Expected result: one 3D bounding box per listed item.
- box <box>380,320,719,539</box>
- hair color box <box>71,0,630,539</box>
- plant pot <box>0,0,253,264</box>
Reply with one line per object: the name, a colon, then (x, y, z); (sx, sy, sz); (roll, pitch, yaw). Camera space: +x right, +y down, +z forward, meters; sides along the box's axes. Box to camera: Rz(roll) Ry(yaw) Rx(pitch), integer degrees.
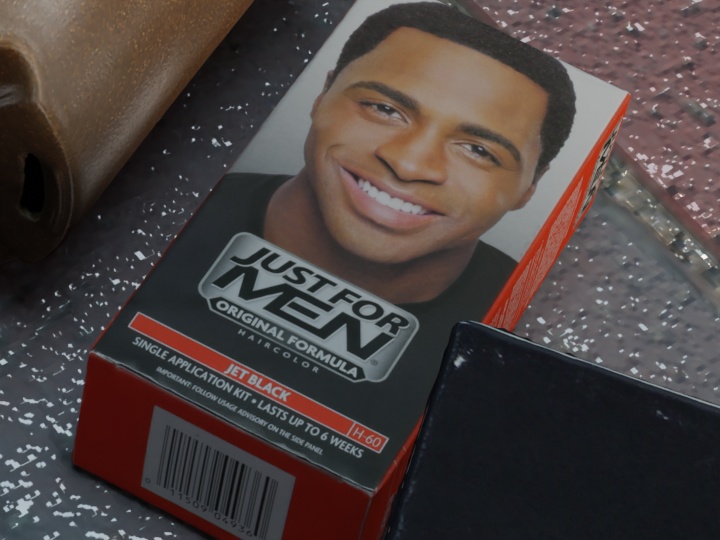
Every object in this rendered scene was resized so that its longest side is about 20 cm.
box: (0.036, 0.160, 0.715); (0.122, 0.199, 0.201); (19, 49, 0)
hair color box: (0.000, 0.000, 0.932); (0.101, 0.061, 0.200); (26, 49, 10)
plant pot: (-0.114, -0.122, 0.931); (0.199, 0.201, 0.199); (25, 57, 8)
